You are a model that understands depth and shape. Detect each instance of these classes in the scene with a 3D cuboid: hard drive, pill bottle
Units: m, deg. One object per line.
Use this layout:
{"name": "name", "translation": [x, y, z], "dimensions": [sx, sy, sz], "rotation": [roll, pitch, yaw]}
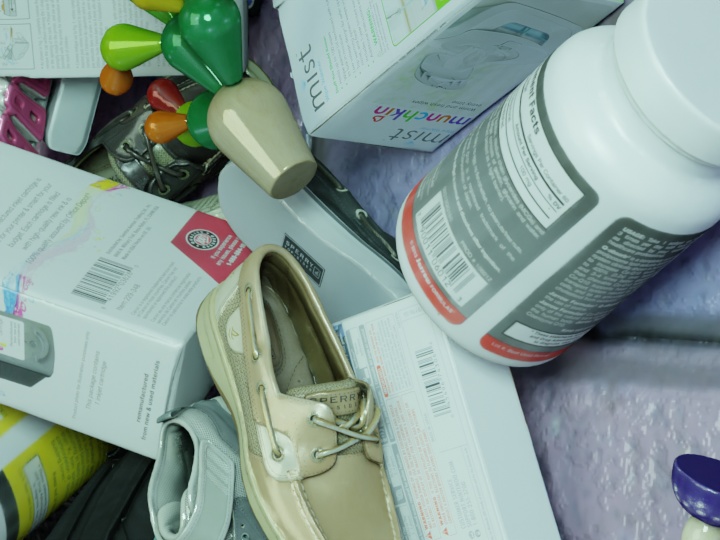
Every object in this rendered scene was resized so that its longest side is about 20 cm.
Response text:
{"name": "hard drive", "translation": [-0.182, -0.149, 1.741], "dimensions": [0.200, 0.027, 0.133], "rotation": [-143, 67, -77]}
{"name": "pill bottle", "translation": [-0.200, 0.084, 1.616], "dimensions": [0.114, 0.200, 0.115], "rotation": [23, 134, 27]}
{"name": "pill bottle", "translation": [0.116, -0.048, 1.327], "dimensions": [0.200, 0.115, 0.116], "rotation": [-43, 53, 41]}

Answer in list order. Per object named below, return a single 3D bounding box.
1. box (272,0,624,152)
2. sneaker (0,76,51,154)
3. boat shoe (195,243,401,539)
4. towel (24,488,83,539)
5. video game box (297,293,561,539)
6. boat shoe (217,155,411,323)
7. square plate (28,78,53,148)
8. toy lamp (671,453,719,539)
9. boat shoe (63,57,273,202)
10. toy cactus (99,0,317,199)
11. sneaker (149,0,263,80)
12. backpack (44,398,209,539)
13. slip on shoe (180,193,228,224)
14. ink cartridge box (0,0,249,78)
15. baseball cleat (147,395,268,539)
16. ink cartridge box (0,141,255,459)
{"name": "box", "translation": [0.032, -0.194, 1.474], "dimensions": [0.176, 0.096, 0.201], "rotation": [-38, 56, 45]}
{"name": "sneaker", "translation": [-0.233, -0.148, 1.656], "dimensions": [0.087, 0.074, 0.201], "rotation": [7, 82, 21]}
{"name": "boat shoe", "translation": [-0.026, 0.082, 1.405], "dimensions": [0.065, 0.071, 0.201], "rotation": [-47, 63, 46]}
{"name": "towel", "translation": [-0.224, 0.183, 1.690], "dimensions": [0.034, 0.200, 0.193], "rotation": [-29, 60, 26]}
{"name": "video game box", "translation": [0.024, 0.120, 1.447], "dimensions": [0.182, 0.047, 0.201], "rotation": [-20, 84, 48]}
{"name": "boat shoe", "translation": [0.000, 0.000, 1.514], "dimensions": [0.200, 0.056, 0.069], "rotation": [47, 137, 23]}
{"name": "square plate", "translation": [-0.219, -0.149, 1.776], "dimensions": [0.200, 0.028, 0.199], "rotation": [150, 132, -73]}
{"name": "toy lamp", "translation": [0.144, 0.191, 1.307], "dimensions": [0.058, 0.058, 0.201], "rotation": [38, 115, 49]}
{"name": "boat shoe", "translation": [-0.127, -0.068, 1.672], "dimensions": [0.073, 0.065, 0.200], "rotation": [48, 134, -8]}
{"name": "toy cactus", "translation": [-0.074, -0.110, 1.478], "dimensions": [0.165, 0.102, 0.200], "rotation": [53, 151, 24]}
{"name": "sneaker", "translation": [-0.086, -0.198, 1.663], "dimensions": [0.089, 0.078, 0.201], "rotation": [41, 126, 40]}
{"name": "backpack", "translation": [-0.109, 0.183, 1.552], "dimensions": [0.176, 0.153, 0.201], "rotation": [-38, 28, 46]}
{"name": "slip on shoe", "translation": [-0.110, -0.008, 1.668], "dimensions": [0.200, 0.074, 0.061], "rotation": [-11, 106, 57]}
{"name": "ink cartridge box", "translation": [-0.165, -0.186, 1.561], "dimensions": [0.050, 0.199, 0.163], "rotation": [-89, 0, -48]}
{"name": "baseball cleat", "translation": [-0.055, 0.164, 1.435], "dimensions": [0.070, 0.106, 0.201], "rotation": [-39, 72, 34]}
{"name": "ink cartridge box", "translation": [-0.172, 0.011, 1.541], "dimensions": [0.199, 0.148, 0.086], "rotation": [18, 122, 11]}
